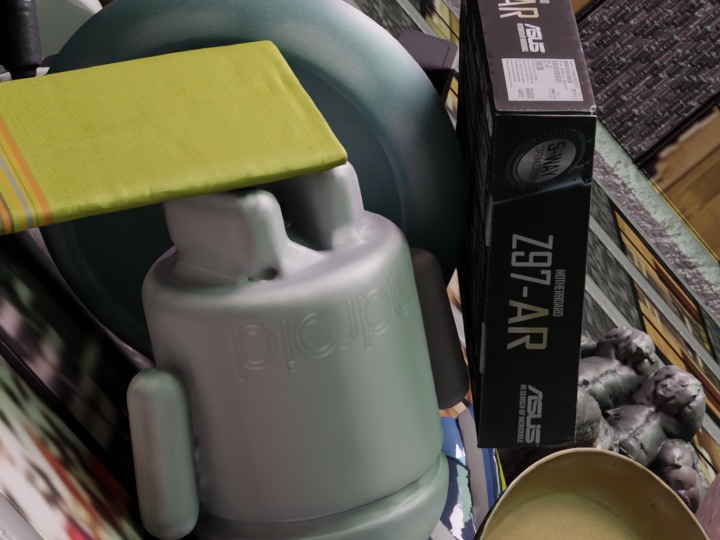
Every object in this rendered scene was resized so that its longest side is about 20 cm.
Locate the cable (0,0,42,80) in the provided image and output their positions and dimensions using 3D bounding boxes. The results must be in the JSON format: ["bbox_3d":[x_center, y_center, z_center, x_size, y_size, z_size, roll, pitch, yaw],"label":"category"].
[{"bbox_3d":[-0.197,-0.138,1.208,0.051,0.164,0.200,5,-1,33],"label":"cable"}]

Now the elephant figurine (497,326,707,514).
[{"bbox_3d":[0.092,0.106,1.586,0.200,0.141,0.156,-21,114,-56],"label":"elephant figurine"}]

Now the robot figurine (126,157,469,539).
[{"bbox_3d":[-0.026,0.051,1.219,0.113,0.169,0.201,18,-55,53],"label":"robot figurine"}]

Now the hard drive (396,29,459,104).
[{"bbox_3d":[0.000,0.000,1.380,0.033,0.201,0.140,17,21,0],"label":"hard drive"}]

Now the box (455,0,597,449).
[{"bbox_3d":[0.069,-0.041,1.288,0.200,0.043,0.161,-94,-176,-62],"label":"box"}]

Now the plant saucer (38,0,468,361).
[{"bbox_3d":[-0.053,-0.032,1.278,0.200,0.200,0.027,48,25,-12],"label":"plant saucer"}]

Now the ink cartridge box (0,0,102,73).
[{"bbox_3d":[-0.222,-0.177,1.351,0.200,0.083,0.147,38,17,-53],"label":"ink cartridge box"}]

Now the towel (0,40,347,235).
[{"bbox_3d":[-0.112,-0.047,1.162,0.086,0.199,0.018,-122,-151,-42],"label":"towel"}]

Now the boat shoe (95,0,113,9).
[{"bbox_3d":[-0.077,-0.052,1.397,0.063,0.073,0.202,1,74,-62],"label":"boat shoe"}]

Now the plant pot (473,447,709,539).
[{"bbox_3d":[0.105,0.181,1.312,0.199,0.027,0.201,18,65,-43],"label":"plant pot"}]

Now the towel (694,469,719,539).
[{"bbox_3d":[0.177,0.175,1.528,0.032,0.201,0.191,27,10,1],"label":"towel"}]

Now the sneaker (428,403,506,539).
[{"bbox_3d":[0.031,0.152,1.355,0.201,0.082,0.074,-92,173,-45],"label":"sneaker"}]

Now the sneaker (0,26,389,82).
[{"bbox_3d":[-0.083,-0.077,1.328,0.083,0.199,0.072,-75,157,-59],"label":"sneaker"}]
